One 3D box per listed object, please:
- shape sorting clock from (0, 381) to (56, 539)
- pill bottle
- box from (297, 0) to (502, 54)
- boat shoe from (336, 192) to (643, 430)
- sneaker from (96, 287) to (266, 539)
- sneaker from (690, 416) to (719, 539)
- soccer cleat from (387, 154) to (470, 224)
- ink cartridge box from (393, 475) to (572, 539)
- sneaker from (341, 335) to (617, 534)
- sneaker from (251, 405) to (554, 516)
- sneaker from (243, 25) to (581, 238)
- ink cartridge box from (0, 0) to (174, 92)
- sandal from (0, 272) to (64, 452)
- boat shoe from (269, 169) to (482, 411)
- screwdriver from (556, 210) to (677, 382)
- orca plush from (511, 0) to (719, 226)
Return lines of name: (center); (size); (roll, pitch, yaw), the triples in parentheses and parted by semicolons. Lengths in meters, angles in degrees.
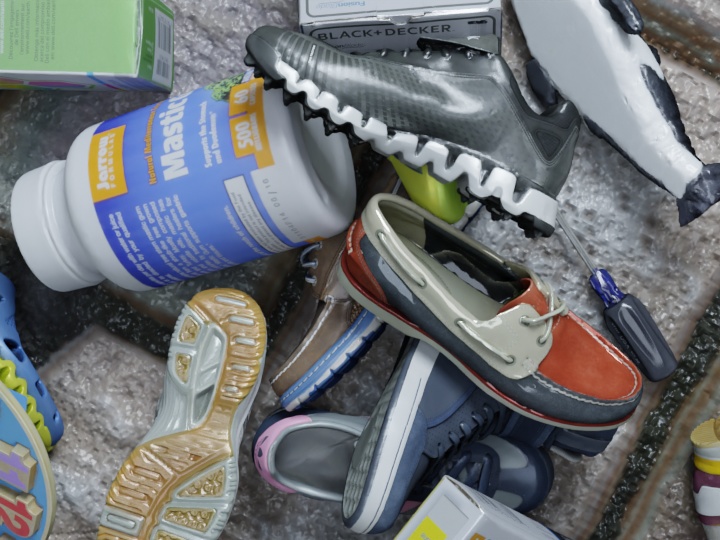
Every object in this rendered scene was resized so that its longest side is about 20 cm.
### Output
shape sorting clock: (-0.284, 0.119, 0.827); (0.200, 0.039, 0.200); (9, 121, 16)
pill bottle: (-0.113, -0.051, 0.802); (0.200, 0.112, 0.112); (-16, 92, 18)
box: (0.020, -0.213, 0.775); (0.117, 0.060, 0.200); (-5, 62, 2)
boat shoe: (0.081, 0.024, 0.747); (0.200, 0.071, 0.063); (31, 137, 3)
sneaker: (-0.104, 0.113, 0.820); (0.076, 0.088, 0.200); (21, 80, 3)
sneaker: (0.315, 0.133, 0.821); (0.200, 0.075, 0.090); (-6, 101, 10)
soccer cleat: (0.019, -0.113, 0.804); (0.084, 0.065, 0.200); (-19, 68, 14)
ink cartridge box: (0.047, 0.235, 0.786); (0.200, 0.198, 0.047); (-49, 51, 4)
sneaker: (0.081, 0.098, 0.784); (0.146, 0.077, 0.202); (29, 51, -2)
sneaker: (0.027, 0.131, 0.826); (0.200, 0.082, 0.070); (5, 92, 2)
sneaker: (0.035, -0.099, 0.712); (0.200, 0.066, 0.091); (27, 90, -6)
ink cartridge box: (-0.226, -0.148, 0.816); (0.200, 0.104, 0.059); (2, 92, 3)
sandal: (-0.251, 0.033, 0.841); (0.079, 0.087, 0.200); (-15, 112, 30)
boat shoe: (0.000, 0.000, 0.833); (0.072, 0.072, 0.200); (39, 84, 5)
screwdriver: (0.145, -0.013, 0.844); (0.028, 0.029, 0.200); (-34, 87, 5)
orca plush: (0.177, -0.130, 0.810); (0.071, 0.105, 0.200); (-28, 62, -33)
